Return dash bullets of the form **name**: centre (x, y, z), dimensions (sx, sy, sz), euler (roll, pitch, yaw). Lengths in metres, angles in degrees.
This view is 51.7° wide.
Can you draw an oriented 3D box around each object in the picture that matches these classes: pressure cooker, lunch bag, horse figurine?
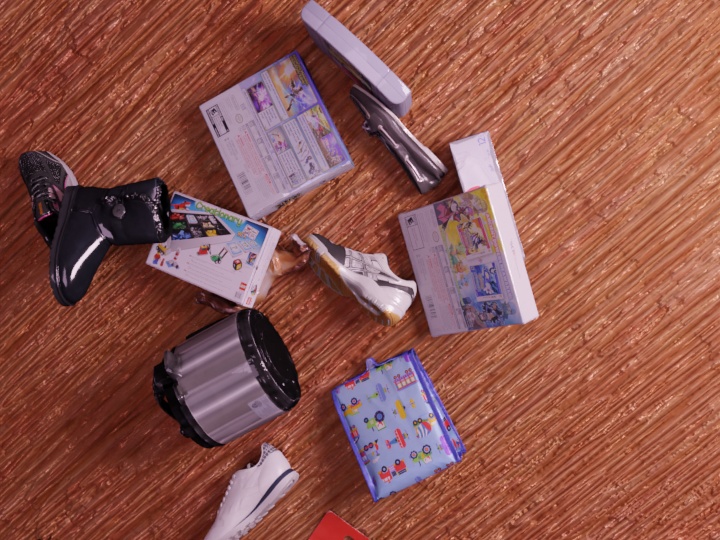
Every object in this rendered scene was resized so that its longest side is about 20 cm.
- **pressure cooker**: centre (-0.213, 0.172, 1.140), dimensions (0.199, 0.179, 0.177), euler (-29, 93, 7)
- **lunch bag**: centre (0.052, 0.231, 1.165), dimensions (0.150, 0.094, 0.201), euler (-28, 81, 11)
- **horse figurine**: centre (-0.174, 0.000, 1.179), dimensions (0.132, 0.050, 0.200), euler (44, 99, 16)

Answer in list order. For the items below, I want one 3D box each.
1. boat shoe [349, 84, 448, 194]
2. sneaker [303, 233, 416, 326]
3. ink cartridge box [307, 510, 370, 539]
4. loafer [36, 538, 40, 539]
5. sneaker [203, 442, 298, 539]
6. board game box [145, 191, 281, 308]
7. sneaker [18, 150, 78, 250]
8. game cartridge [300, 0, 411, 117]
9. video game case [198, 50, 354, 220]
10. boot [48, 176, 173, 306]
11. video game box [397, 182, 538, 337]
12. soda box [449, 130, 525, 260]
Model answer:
- **boat shoe**: centre (0.047, -0.201, 1.141), dimensions (0.200, 0.067, 0.057), euler (43, 93, -1)
- **sneaker**: centre (0.000, 0.000, 1.166), dimensions (0.200, 0.076, 0.088), euler (39, 67, 13)
- **ink cartridge box**: centre (-0.045, 0.521, 1.207), dimensions (0.162, 0.050, 0.201), euler (35, 100, 3)
- **loafer**: centre (-0.601, 0.528, 1.262), dimensions (0.071, 0.073, 0.200), euler (40, 97, 1)
- **sneaker**: centre (-0.190, 0.374, 1.212), dimensions (0.200, 0.076, 0.081), euler (-46, 76, 3)
- **board game box**: centre (-0.233, -0.035, 1.164), dimensions (0.198, 0.035, 0.127), euler (21, 87, 24)
- **sneaker**: centre (-0.498, -0.106, 1.203), dimensions (0.080, 0.086, 0.201), euler (-30, 89, 6)
- **game cartridge**: centre (-0.006, -0.312, 1.106), dimensions (0.200, 0.133, 0.041), euler (43, 90, 3)
- **video game case**: centre (-0.131, -0.209, 1.160), dimensions (0.180, 0.045, 0.201), euler (-27, 82, 9)
- **boot**: centre (-0.380, -0.047, 1.143), dimensions (0.166, 0.076, 0.202), euler (-2, 70, 9)
- **video game box**: centre (0.155, -0.011, 1.100), dimensions (0.181, 0.047, 0.202), euler (-14, 93, 50)
- **soda box**: centre (0.191, -0.105, 1.128), dimensions (0.063, 0.068, 0.202), euler (-16, 92, 8)
